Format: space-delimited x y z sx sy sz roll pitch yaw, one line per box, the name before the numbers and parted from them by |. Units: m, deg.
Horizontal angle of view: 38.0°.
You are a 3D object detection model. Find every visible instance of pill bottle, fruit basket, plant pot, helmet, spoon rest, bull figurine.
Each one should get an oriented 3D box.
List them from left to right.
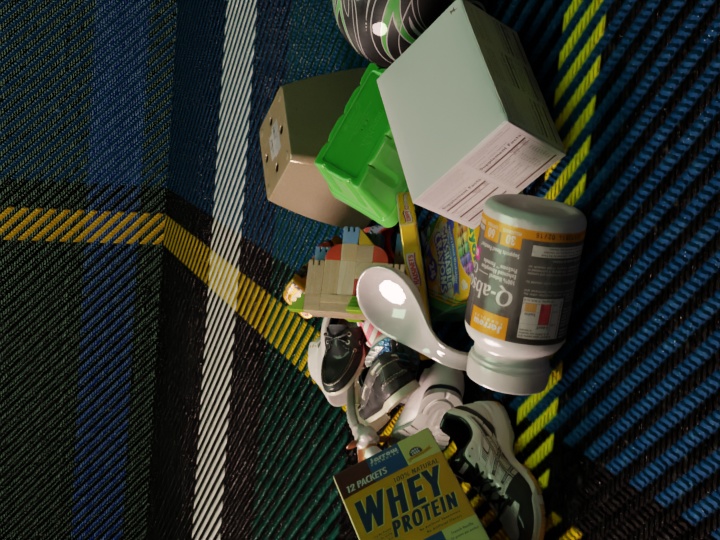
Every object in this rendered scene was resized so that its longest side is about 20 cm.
plant pot | -0.058 -0.197 1.679 0.200 0.174 0.203 128 138 -57
bull figurine | 0.043 0.306 1.450 0.200 0.065 0.122 46 147 18
fruit basket | 0.046 -0.171 1.475 0.155 0.214 0.219 31 121 35
helmet | 0.056 -0.365 1.360 0.198 0.189 0.203 -24 54 39
spoon rest | 0.076 0.065 1.327 0.198 0.061 0.100 31 131 16
pill bottle | 0.177 0.025 1.155 0.116 0.114 0.204 -141 55 -63

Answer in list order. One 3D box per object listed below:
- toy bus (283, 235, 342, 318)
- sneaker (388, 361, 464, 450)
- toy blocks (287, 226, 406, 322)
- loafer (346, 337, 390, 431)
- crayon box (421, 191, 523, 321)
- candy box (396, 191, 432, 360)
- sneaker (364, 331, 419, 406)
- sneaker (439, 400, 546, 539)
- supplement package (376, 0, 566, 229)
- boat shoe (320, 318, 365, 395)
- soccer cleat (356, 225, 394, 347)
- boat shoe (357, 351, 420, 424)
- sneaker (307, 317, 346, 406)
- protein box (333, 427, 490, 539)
toy bus | -0.064 0.013 1.678 0.078 0.065 0.200 -48 1 32
sneaker | 0.095 0.187 1.434 0.201 0.075 0.082 122 161 -50
toy blocks | 0.000 0.000 1.537 0.100 0.196 0.139 38 -123 -69
loafer | 0.016 0.168 1.635 0.069 0.075 0.203 -22 51 19
crayon box | 0.144 -0.024 1.328 0.200 0.051 0.128 138 129 -61
candy box | 0.074 0.008 1.401 0.103 0.026 0.203 -86 -12 -63
sneaker | 0.051 0.115 1.468 0.201 0.074 0.088 88 -164 -64
sneaker | 0.151 0.247 1.246 0.202 0.086 0.076 -112 34 -42
supplement package | 0.125 -0.184 1.239 0.155 0.110 0.202 -39 48 32
boat shoe | -0.025 0.095 1.617 0.073 0.066 0.201 0 51 34
soccer cleat | 0.032 0.030 1.596 0.076 0.066 0.204 -20 74 37
boat shoe | 0.029 0.158 1.418 0.068 0.071 0.200 51 161 8
sneaker | -0.053 0.116 1.784 0.115 0.072 0.204 -143 56 -60
protein box | 0.083 0.344 1.246 0.201 0.133 0.200 -121 8 -53
